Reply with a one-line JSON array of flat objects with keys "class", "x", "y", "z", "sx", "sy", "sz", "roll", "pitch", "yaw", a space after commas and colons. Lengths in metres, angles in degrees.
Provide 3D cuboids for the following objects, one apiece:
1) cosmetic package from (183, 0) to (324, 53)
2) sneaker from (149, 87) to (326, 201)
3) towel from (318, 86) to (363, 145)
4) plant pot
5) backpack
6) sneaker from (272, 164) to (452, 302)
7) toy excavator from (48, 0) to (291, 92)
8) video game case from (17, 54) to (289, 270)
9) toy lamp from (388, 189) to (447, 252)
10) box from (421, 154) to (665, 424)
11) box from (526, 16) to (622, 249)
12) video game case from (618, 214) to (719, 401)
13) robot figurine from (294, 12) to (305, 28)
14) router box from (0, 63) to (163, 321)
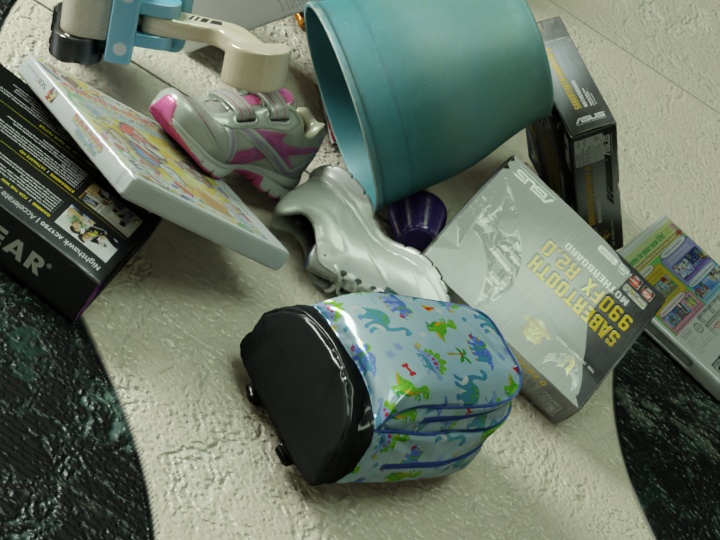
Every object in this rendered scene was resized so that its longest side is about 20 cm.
[{"class": "cosmetic package", "x": -0.085, "y": -0.288, "z": 1.646, "sx": 0.085, "sy": 0.200, "sz": 0.108, "roll": 63, "pitch": 30, "yaw": -19}, {"class": "sneaker", "x": -0.103, "y": -0.129, "z": 1.501, "sx": 0.081, "sy": 0.088, "sz": 0.200, "roll": 45, "pitch": 14, "yaw": 29}, {"class": "towel", "x": 0.056, "y": -0.205, "z": 1.707, "sx": 0.200, "sy": 0.023, "sz": 0.144, "roll": -12, "pitch": 66, "yaw": 0}, {"class": "plant pot", "x": 0.069, "y": -0.175, "z": 1.583, "sx": 0.188, "sy": 0.200, "sz": 0.200, "roll": -18, "pitch": 53, "yaw": -6}, {"class": "backpack", "x": 0.030, "y": 0.094, "z": 1.378, "sx": 0.200, "sy": 0.154, "sz": 0.163, "roll": 23, "pitch": 27, "yaw": -43}, {"class": "sneaker", "x": 0.000, "y": 0.000, "z": 1.524, "sx": 0.087, "sy": 0.075, "sz": 0.200, "roll": -32, "pitch": 71, "yaw": -37}, {"class": "toy excavator", "x": -0.166, "y": -0.220, "z": 1.502, "sx": 0.200, "sy": 0.100, "sz": 0.195, "roll": 7, "pitch": 24, "yaw": -11}, {"class": "video game case", "x": -0.166, "y": -0.086, "z": 1.405, "sx": 0.200, "sy": 0.023, "sz": 0.182, "roll": 26, "pitch": 16, "yaw": -52}, {"class": "toy lamp", "x": 0.057, "y": -0.085, "z": 1.676, "sx": 0.058, "sy": 0.058, "sz": 0.200, "roll": 28, "pitch": 33, "yaw": -15}, {"class": "box", "x": 0.160, "y": 0.016, "z": 1.586, "sx": 0.200, "sy": 0.048, "sz": 0.158, "roll": 44, "pitch": 59, "yaw": 0}, {"class": "box", "x": 0.212, "y": -0.132, "z": 1.754, "sx": 0.048, "sy": 0.200, "sz": 0.159, "roll": -19, "pitch": 53, "yaw": -4}, {"class": "video game case", "x": 0.351, "y": 0.036, "z": 1.838, "sx": 0.182, "sy": 0.022, "sz": 0.200, "roll": 44, "pitch": 34, "yaw": 9}, {"class": "robot figurine", "x": -0.004, "y": -0.238, "z": 1.798, "sx": 0.145, "sy": 0.058, "sz": 0.200, "roll": 2, "pitch": 48, "yaw": -43}, {"class": "router box", "x": -0.261, "y": -0.070, "z": 1.357, "sx": 0.200, "sy": 0.051, "sz": 0.149, "roll": 38, "pitch": 33, "yaw": -3}]
